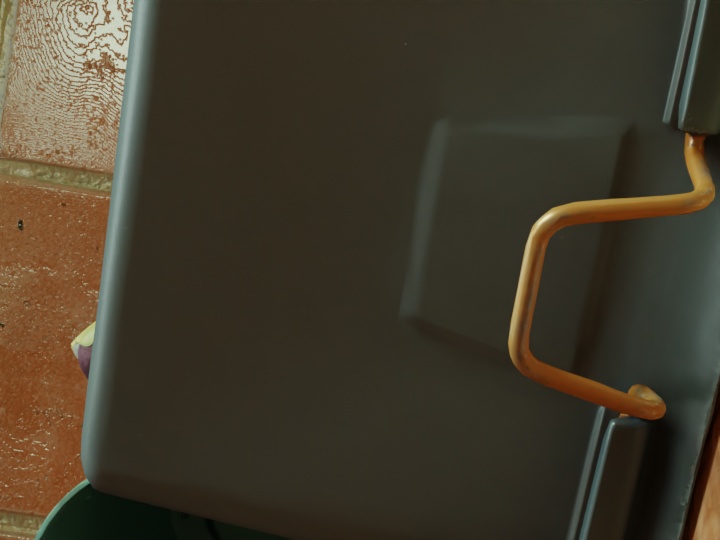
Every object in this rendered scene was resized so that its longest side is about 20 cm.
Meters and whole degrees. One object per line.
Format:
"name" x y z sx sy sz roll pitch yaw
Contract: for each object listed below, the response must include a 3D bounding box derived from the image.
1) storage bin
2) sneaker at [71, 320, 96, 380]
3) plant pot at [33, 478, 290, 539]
"storage bin" 0.012 -0.020 0.361 0.146 0.133 0.202 -91 9 -72
"sneaker" -0.114 0.089 1.024 0.090 0.075 0.200 57 -175 30
"plant pot" -0.073 0.171 0.910 0.161 0.199 0.202 -56 -23 -73
